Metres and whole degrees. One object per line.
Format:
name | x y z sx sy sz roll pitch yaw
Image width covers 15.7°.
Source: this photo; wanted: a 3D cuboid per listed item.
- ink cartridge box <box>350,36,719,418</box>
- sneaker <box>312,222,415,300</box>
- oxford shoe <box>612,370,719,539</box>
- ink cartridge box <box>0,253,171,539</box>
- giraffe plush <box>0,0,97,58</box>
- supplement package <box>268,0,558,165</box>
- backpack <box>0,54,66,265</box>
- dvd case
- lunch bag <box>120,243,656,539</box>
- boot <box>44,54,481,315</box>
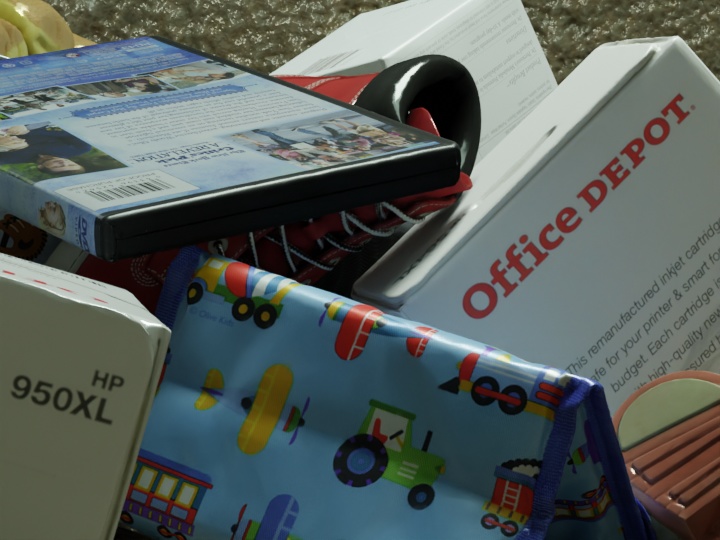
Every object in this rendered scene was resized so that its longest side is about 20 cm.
ink cartridge box | 0.118 0.030 0.988 0.200 0.146 0.084 48 -7 -12
sneaker | 0.000 0.000 1.149 0.074 0.088 0.200 -9 -25 -2
oxford shoe | 0.158 0.111 0.864 0.200 0.071 0.074 52 -9 46
ink cartridge box | -0.135 0.029 0.709 0.144 0.084 0.200 16 -1 -7
giraffe plush | -0.217 -0.029 1.302 0.162 0.200 0.173 -7 -17 22
supplement package | 0.046 -0.029 1.311 0.114 0.200 0.110 -11 19 46
backpack | -0.166 -0.013 1.075 0.190 0.154 0.200 21 2 37
dvd case | -0.080 -0.048 0.922 0.143 0.018 0.200 -13 22 -34
lunch bag | 0.020 0.084 0.887 0.150 0.094 0.200 18 -13 24
boot | -0.037 -0.003 0.965 0.144 0.200 0.072 -4 -46 45
